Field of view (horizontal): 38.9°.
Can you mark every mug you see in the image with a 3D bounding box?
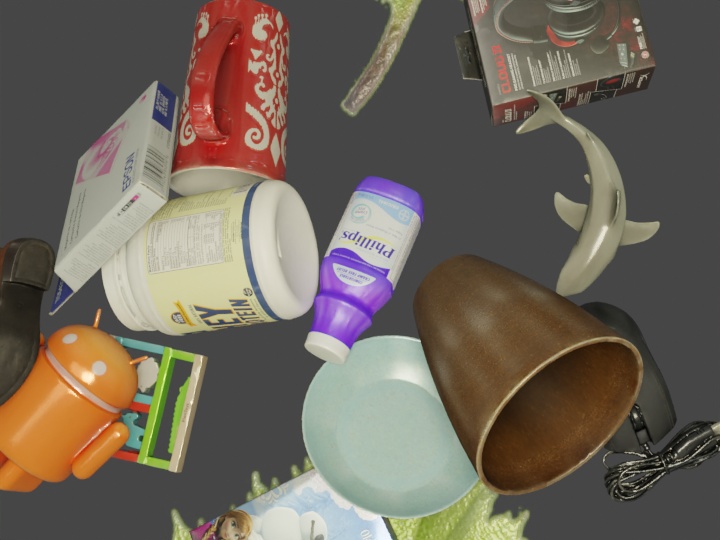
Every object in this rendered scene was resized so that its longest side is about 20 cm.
[{"bbox_3d":[-0.131,-0.190,1.113,0.132,0.177,0.203,9,75,-18],"label":"mug"}]

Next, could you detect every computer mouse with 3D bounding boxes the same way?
[{"bbox_3d":[0.276,0.122,1.046,0.137,0.053,0.202,-28,77,4],"label":"computer mouse"}]

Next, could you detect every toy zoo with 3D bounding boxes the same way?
[{"bbox_3d":[-0.280,0.140,1.145,0.197,0.020,0.133,10,81,11],"label":"toy zoo"}]

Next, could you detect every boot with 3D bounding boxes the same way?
[{"bbox_3d":[-0.407,0.055,1.100,0.068,0.199,0.191,15,78,-34],"label":"boot"}]

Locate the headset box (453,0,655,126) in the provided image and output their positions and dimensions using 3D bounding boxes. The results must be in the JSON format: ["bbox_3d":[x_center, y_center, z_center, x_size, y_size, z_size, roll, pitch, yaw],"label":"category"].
[{"bbox_3d":[0.204,-0.254,1.115,0.197,0.075,0.151,-12,78,6],"label":"headset box"}]

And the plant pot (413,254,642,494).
[{"bbox_3d":[0.139,0.080,1.003,0.186,0.187,0.200,-40,48,0],"label":"plant pot"}]

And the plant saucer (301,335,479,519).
[{"bbox_3d":[0.037,0.165,1.060,0.198,0.039,0.203,3,57,-5],"label":"plant saucer"}]

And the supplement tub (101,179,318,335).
[{"bbox_3d":[-0.158,-0.010,1.082,0.198,0.145,0.147,-9,78,18],"label":"supplement tub"}]

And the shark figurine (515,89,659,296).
[{"bbox_3d":[0.246,-0.092,1.064,0.126,0.089,0.217,-13,88,3],"label":"shark figurine"}]

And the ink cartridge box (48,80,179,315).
[{"bbox_3d":[-0.273,-0.081,1.083,0.199,0.043,0.197,-39,34,23],"label":"ink cartridge box"}]

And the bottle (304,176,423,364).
[{"bbox_3d":[0.000,0.000,1.085,0.083,0.065,0.202,20,70,12],"label":"bottle"}]

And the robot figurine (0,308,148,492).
[{"bbox_3d":[-0.318,0.140,1.080,0.200,0.117,0.144,-48,32,-2],"label":"robot figurine"}]

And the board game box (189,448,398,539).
[{"bbox_3d":[-0.051,0.322,1.064,0.197,0.043,0.202,-27,76,2],"label":"board game box"}]
